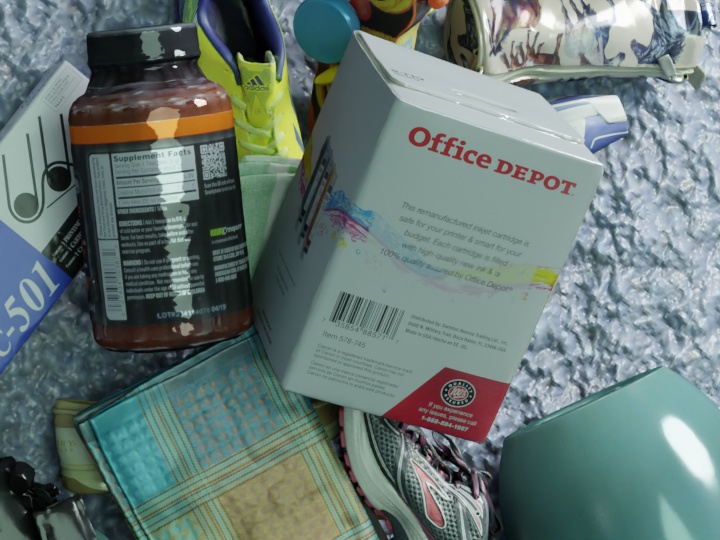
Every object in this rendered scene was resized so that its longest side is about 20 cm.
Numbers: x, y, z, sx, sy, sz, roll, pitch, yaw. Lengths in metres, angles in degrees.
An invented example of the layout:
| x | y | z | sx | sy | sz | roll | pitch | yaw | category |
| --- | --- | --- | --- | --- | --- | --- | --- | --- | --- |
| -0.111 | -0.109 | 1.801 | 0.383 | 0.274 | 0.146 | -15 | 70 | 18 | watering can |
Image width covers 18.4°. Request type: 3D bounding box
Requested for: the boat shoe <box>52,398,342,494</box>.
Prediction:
| x | y | z | sx | sy | sz | roll | pitch | yaw | category |
| --- | --- | --- | --- | --- | --- | --- | --- | --- | --- |
| -0.105 | 0.100 | 1.480 | 0.200 | 0.073 | 0.064 | -9 | 98 | -15 | boat shoe |

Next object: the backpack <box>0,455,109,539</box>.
| x | y | z | sx | sy | sz | roll | pitch | yaw | category |
| --- | --- | --- | --- | --- | --- | --- | --- | --- | --- |
| -0.197 | 0.227 | 1.411 | 0.200 | 0.127 | 0.167 | 39 | 88 | -18 | backpack |

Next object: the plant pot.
| x | y | z | sx | sy | sz | roll | pitch | yaw | category |
| --- | --- | --- | --- | --- | --- | --- | --- | --- | --- |
| 0.186 | 0.163 | 1.536 | 0.200 | 0.201 | 0.162 | -24 | 87 | -21 | plant pot |

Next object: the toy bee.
| x | y | z | sx | sy | sz | roll | pitch | yaw | category |
| --- | --- | --- | --- | --- | --- | --- | --- | --- | --- |
| 0.010 | -0.166 | 1.466 | 0.131 | 0.108 | 0.200 | -59 | 150 | -30 | toy bee |

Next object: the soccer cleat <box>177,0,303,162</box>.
| x | y | z | sx | sy | sz | roll | pitch | yaw | category |
| --- | --- | --- | --- | --- | --- | --- | --- | --- | --- |
| -0.072 | -0.110 | 1.479 | 0.064 | 0.084 | 0.201 | -19 | 97 | -21 | soccer cleat |

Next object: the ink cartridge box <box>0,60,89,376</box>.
| x | y | z | sx | sy | sz | roll | pitch | yaw | category |
| --- | --- | --- | --- | --- | --- | --- | --- | --- | --- |
| -0.221 | -0.029 | 1.446 | 0.094 | 0.044 | 0.200 | 39 | 75 | -16 | ink cartridge box |

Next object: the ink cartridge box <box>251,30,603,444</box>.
| x | y | z | sx | sy | sz | roll | pitch | yaw | category |
| --- | --- | --- | --- | --- | --- | --- | --- | --- | --- |
| 0.036 | -0.023 | 1.395 | 0.145 | 0.145 | 0.201 | 17 | 109 | -19 | ink cartridge box |

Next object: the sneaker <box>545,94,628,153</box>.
| x | y | z | sx | sy | sz | roll | pitch | yaw | category |
| --- | --- | --- | --- | --- | --- | --- | --- | --- | --- |
| 0.096 | -0.048 | 1.565 | 0.199 | 0.081 | 0.116 | -21 | 101 | -14 | sneaker |

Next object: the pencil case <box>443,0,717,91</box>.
| x | y | z | sx | sy | sz | roll | pitch | yaw | category |
| --- | --- | --- | --- | --- | --- | --- | --- | --- | --- |
| 0.152 | -0.167 | 1.578 | 0.199 | 0.078 | 0.090 | -6 | 51 | -23 | pencil case |

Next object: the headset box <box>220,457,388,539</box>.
| x | y | z | sx | sy | sz | roll | pitch | yaw | category |
| --- | --- | --- | --- | --- | --- | --- | --- | --- | --- |
| -0.046 | 0.228 | 1.498 | 0.148 | 0.075 | 0.201 | -29 | 100 | -19 | headset box |

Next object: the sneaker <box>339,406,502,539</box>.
| x | y | z | sx | sy | sz | roll | pitch | yaw | category |
| --- | --- | --- | --- | --- | --- | --- | --- | --- | --- |
| 0.048 | 0.143 | 1.490 | 0.074 | 0.081 | 0.201 | -23 | 99 | 21 | sneaker |

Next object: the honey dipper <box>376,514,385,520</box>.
| x | y | z | sx | sy | sz | roll | pitch | yaw | category |
| --- | --- | --- | --- | --- | --- | --- | --- | --- | --- |
| 0.002 | 0.075 | 1.541 | 0.038 | 0.038 | 0.201 | -9 | 95 | -22 | honey dipper |

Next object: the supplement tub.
| x | y | z | sx | sy | sz | roll | pitch | yaw | category |
| --- | --- | --- | --- | --- | --- | --- | --- | --- | --- |
| -0.128 | -0.054 | 1.404 | 0.106 | 0.107 | 0.201 | -8 | 97 | -22 | supplement tub |

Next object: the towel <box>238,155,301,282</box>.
| x | y | z | sx | sy | sz | roll | pitch | yaw | category |
| --- | --- | --- | --- | --- | --- | --- | --- | --- | --- |
| 0.000 | 0.000 | 1.488 | 0.199 | 0.023 | 0.153 | 2 | 111 | -15 | towel |

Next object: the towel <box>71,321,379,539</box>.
| x | y | z | sx | sy | sz | roll | pitch | yaw | category |
| --- | --- | --- | --- | --- | --- | --- | --- | --- | --- |
| -0.078 | 0.148 | 1.436 | 0.146 | 0.022 | 0.201 | -29 | 94 | -18 | towel |
